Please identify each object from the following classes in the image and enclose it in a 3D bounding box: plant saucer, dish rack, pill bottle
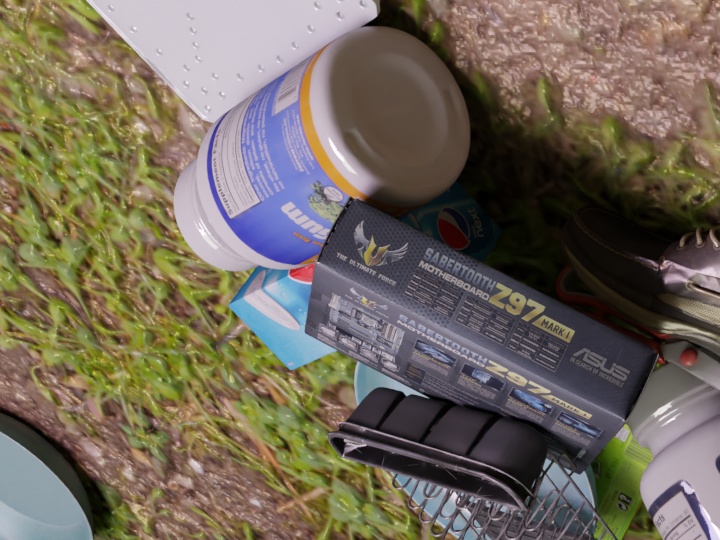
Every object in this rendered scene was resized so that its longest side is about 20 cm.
[{"bbox_3d":[0.081,0.115,1.412,0.200,0.027,0.201,30,144,25],"label":"plant saucer"},{"bbox_3d":[0.088,0.151,1.333,0.153,0.055,0.200,13,152,43],"label":"dish rack"},{"bbox_3d":[-0.032,-0.065,1.303,0.112,0.112,0.200,45,144,-13],"label":"pill bottle"},{"bbox_3d":[-0.314,0.186,1.888,0.199,0.036,0.200,22,142,18],"label":"plant saucer"},{"bbox_3d":[0.238,0.149,1.269,0.201,0.111,0.111,63,150,20],"label":"pill bottle"}]

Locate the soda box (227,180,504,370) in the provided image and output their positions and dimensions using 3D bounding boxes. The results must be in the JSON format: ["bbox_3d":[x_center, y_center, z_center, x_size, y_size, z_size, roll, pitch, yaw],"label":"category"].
[{"bbox_3d":[0.000,0.000,1.393,0.068,0.064,0.200,46,143,-15],"label":"soda box"}]

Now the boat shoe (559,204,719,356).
[{"bbox_3d":[0.213,0.005,1.233,0.199,0.074,0.074,29,119,17],"label":"boat shoe"}]

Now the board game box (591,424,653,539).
[{"bbox_3d":[0.148,0.133,1.436,0.101,0.048,0.200,29,144,10],"label":"board game box"}]

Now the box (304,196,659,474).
[{"bbox_3d":[0.066,0.042,1.247,0.199,0.051,0.158,26,164,5],"label":"box"}]

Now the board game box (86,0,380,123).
[{"bbox_3d":[-0.104,-0.199,1.285,0.200,0.026,0.200,46,143,-14],"label":"board game box"}]

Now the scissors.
[{"bbox_3d":[0.191,0.041,1.258,0.199,0.073,0.014,15,162,41],"label":"scissors"}]
